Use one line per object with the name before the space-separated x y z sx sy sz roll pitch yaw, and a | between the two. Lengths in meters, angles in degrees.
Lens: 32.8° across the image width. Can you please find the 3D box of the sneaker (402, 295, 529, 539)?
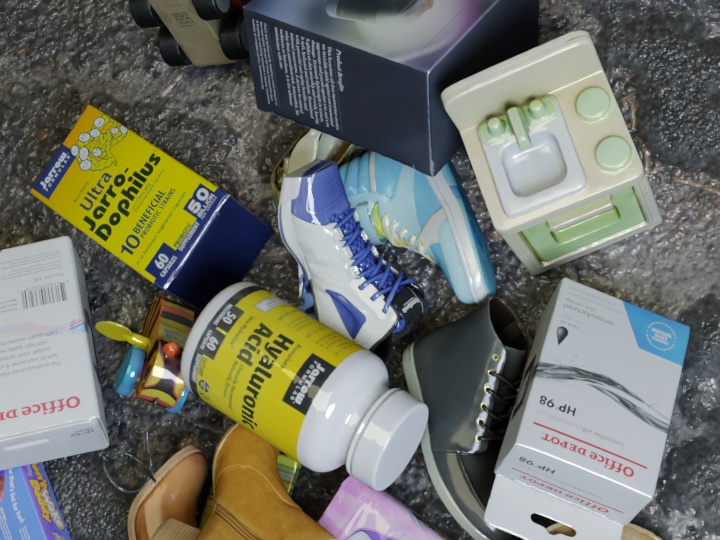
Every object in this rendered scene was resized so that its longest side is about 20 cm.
sneaker | 0.107 0.125 1.029 0.106 0.074 0.201 -39 60 34

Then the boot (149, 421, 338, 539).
boot | -0.072 0.203 1.039 0.143 0.071 0.201 14 48 32

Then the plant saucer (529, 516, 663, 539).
plant saucer | 0.187 0.293 0.943 0.198 0.035 0.202 7 63 -13

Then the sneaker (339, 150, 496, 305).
sneaker | 0.041 -0.034 1.124 0.130 0.080 0.201 -26 56 10

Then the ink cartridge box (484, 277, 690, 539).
ink cartridge box | 0.181 0.120 0.970 0.115 0.067 0.201 21 58 2

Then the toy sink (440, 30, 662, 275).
toy sink | 0.165 -0.088 1.024 0.129 0.200 0.113 -22 66 12

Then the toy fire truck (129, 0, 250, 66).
toy fire truck | -0.181 -0.332 1.257 0.127 0.176 0.202 -2 62 21

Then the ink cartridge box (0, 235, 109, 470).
ink cartridge box | -0.334 0.083 1.196 0.146 0.086 0.202 -11 65 -7

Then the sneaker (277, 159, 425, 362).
sneaker | 0.000 0.001 1.083 0.114 0.081 0.201 7 117 28

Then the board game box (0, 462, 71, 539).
board game box | -0.367 0.251 1.207 0.134 0.045 0.201 -32 65 9

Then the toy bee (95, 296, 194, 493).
toy bee | -0.172 0.089 1.120 0.109 0.130 0.201 -53 43 36

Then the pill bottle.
pill bottle | -0.046 0.100 1.037 0.199 0.111 0.112 28 85 22

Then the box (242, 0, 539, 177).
box | 0.034 -0.216 1.118 0.197 0.124 0.200 24 53 24

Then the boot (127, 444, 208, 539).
boot | -0.142 0.272 1.091 0.154 0.074 0.201 21 81 22

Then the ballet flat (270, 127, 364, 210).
ballet flat | -0.023 -0.140 1.188 0.070 0.071 0.201 31 86 26

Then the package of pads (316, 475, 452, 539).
package of pads | 0.041 0.275 1.024 0.199 0.076 0.121 33 85 26

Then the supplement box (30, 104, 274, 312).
supplement box | -0.205 -0.058 1.208 0.199 0.109 0.109 32 86 27

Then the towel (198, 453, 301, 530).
towel | -0.118 0.261 1.125 0.085 0.018 0.202 11 78 29
